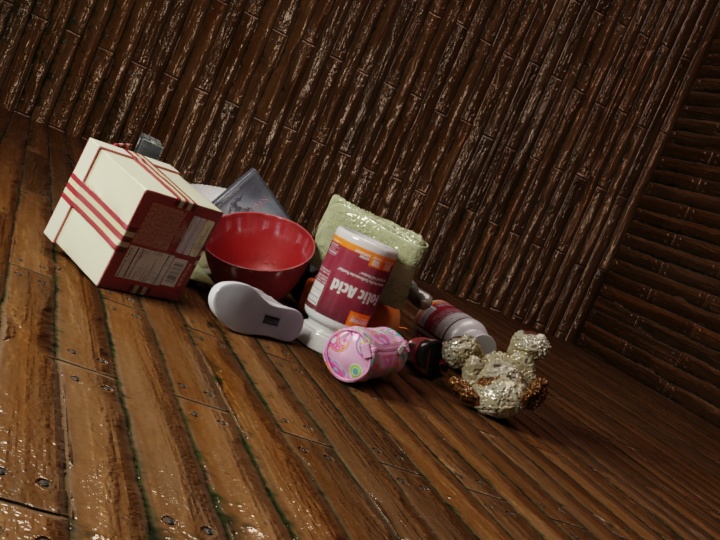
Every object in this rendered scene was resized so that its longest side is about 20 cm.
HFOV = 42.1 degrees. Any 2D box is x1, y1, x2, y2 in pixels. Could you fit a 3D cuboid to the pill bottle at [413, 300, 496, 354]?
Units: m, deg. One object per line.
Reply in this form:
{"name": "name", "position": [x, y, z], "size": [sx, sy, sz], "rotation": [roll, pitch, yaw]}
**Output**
{"name": "pill bottle", "position": [0.207, 0.146, 2.040], "size": [0.112, 0.114, 0.200], "rotation": [21, 7, -31]}

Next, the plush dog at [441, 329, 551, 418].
{"name": "plush dog", "position": [0.244, 0.205, 1.664], "size": [0.198, 0.162, 0.172], "rotation": [-3, 16, 9]}

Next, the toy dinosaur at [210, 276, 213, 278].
{"name": "toy dinosaur", "position": [-0.236, -0.020, 1.872], "size": [0.198, 0.106, 0.181], "rotation": [9, -6, -31]}

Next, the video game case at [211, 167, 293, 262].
{"name": "video game case", "position": [-0.196, -0.068, 1.731], "size": [0.201, 0.143, 0.019], "rotation": [55, -12, -32]}

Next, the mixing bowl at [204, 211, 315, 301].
{"name": "mixing bowl", "position": [-0.184, -0.009, 1.648], "size": [0.198, 0.109, 0.201], "rotation": [8, 32, -5]}

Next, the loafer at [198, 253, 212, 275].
{"name": "loafer", "position": [-0.314, -0.050, 1.760], "size": [0.075, 0.069, 0.200], "rotation": [-12, 25, -29]}

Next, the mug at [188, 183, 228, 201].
{"name": "mug", "position": [-0.329, -0.108, 1.892], "size": [0.173, 0.149, 0.200], "rotation": [12, -9, -2]}

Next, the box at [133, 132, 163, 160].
{"name": "box", "position": [-0.427, -0.157, 1.751], "size": [0.047, 0.195, 0.200], "rotation": [21, 7, -16]}

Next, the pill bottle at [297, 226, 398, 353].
{"name": "pill bottle", "position": [-0.025, 0.039, 1.556], "size": [0.113, 0.202, 0.114], "rotation": [23, 5, -2]}

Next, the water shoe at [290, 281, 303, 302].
{"name": "water shoe", "position": [-0.112, 0.046, 1.924], "size": [0.200, 0.071, 0.080], "rotation": [44, 30, -56]}

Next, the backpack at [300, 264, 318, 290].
{"name": "backpack", "position": [0.000, 0.000, 1.820], "size": [0.198, 0.155, 0.164], "rotation": [-6, -44, 25]}

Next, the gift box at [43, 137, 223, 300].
{"name": "gift box", "position": [-0.338, -0.070, 1.404], "size": [0.186, 0.185, 0.199], "rotation": [38, 8, 33]}

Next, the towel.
{"name": "towel", "position": [0.009, -0.029, 1.634], "size": [0.199, 0.149, 0.036], "rotation": [27, 23, 13]}

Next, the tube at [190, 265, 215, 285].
{"name": "tube", "position": [-0.332, -0.022, 1.665], "size": [0.058, 0.052, 0.200], "rotation": [-26, 36, -24]}

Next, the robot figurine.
{"name": "robot figurine", "position": [-0.014, 0.078, 1.703], "size": [0.199, 0.117, 0.144], "rotation": [24, -23, 13]}

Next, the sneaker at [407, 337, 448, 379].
{"name": "sneaker", "position": [0.115, 0.163, 1.790], "size": [0.086, 0.075, 0.200], "rotation": [11, -3, 18]}

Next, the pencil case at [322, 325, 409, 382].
{"name": "pencil case", "position": [0.013, 0.129, 1.466], "size": [0.087, 0.088, 0.200], "rotation": [26, 6, 20]}

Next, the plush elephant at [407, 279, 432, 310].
{"name": "plush elephant", "position": [0.029, 0.063, 1.957], "size": [0.164, 0.155, 0.201], "rotation": [-20, -67, 37]}

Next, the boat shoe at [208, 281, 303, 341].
{"name": "boat shoe", "position": [-0.172, 0.062, 1.443], "size": [0.065, 0.074, 0.200], "rotation": [22, -8, 39]}
